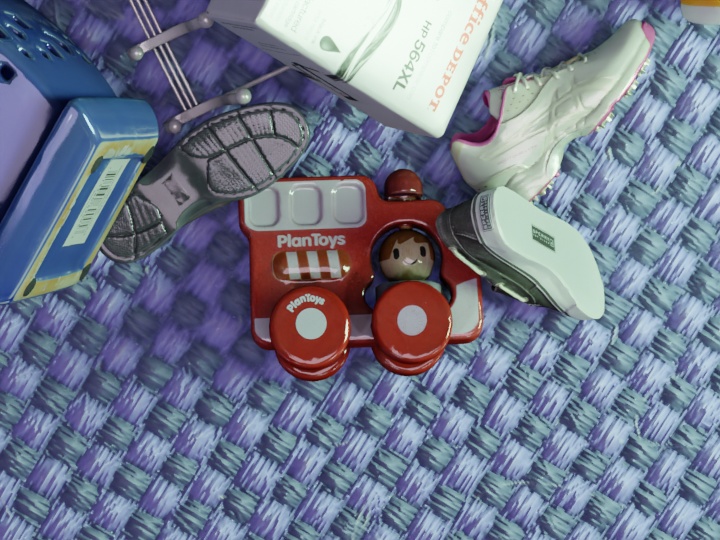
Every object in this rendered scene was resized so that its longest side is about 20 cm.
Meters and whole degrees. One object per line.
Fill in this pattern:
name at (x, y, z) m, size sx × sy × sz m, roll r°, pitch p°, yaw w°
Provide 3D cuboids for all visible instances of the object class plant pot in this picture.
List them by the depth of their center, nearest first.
plant pot at (-0.276, -0.088, 1.367) m, size 0.179 × 0.200 × 0.201 m, roll 32°, pitch 100°, yaw 8°

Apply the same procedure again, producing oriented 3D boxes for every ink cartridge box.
ink cartridge box at (0.003, -0.212, 1.384) m, size 0.199 × 0.084 × 0.147 m, roll 27°, pitch 85°, yaw -35°

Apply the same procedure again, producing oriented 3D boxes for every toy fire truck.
toy fire truck at (0.000, 0.000, 1.477) m, size 0.198 × 0.112 × 0.169 m, roll -3°, pitch 81°, yaw 0°

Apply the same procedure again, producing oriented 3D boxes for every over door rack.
over door rack at (-0.099, -0.216, 1.439) m, size 0.199 × 0.067 × 0.149 m, roll -26°, pitch 103°, yaw 2°

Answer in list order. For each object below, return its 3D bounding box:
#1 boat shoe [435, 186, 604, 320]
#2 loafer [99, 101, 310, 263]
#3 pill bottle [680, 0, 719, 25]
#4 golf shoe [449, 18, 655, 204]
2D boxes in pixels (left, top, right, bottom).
boat shoe at (0.134, -0.011, 1.471) m, size 0.063 × 0.071 × 0.200 m, roll -16°, pitch 147°, yaw 32°
loafer at (-0.130, -0.078, 1.462) m, size 0.199 × 0.063 × 0.072 m, roll -32°, pitch 100°, yaw 7°
pill bottle at (0.312, -0.299, 1.422) m, size 0.115 × 0.116 × 0.202 m, roll -2°, pitch 101°, yaw -3°
golf shoe at (0.156, -0.139, 1.469) m, size 0.091 × 0.075 × 0.200 m, roll 41°, pitch 96°, yaw -7°
